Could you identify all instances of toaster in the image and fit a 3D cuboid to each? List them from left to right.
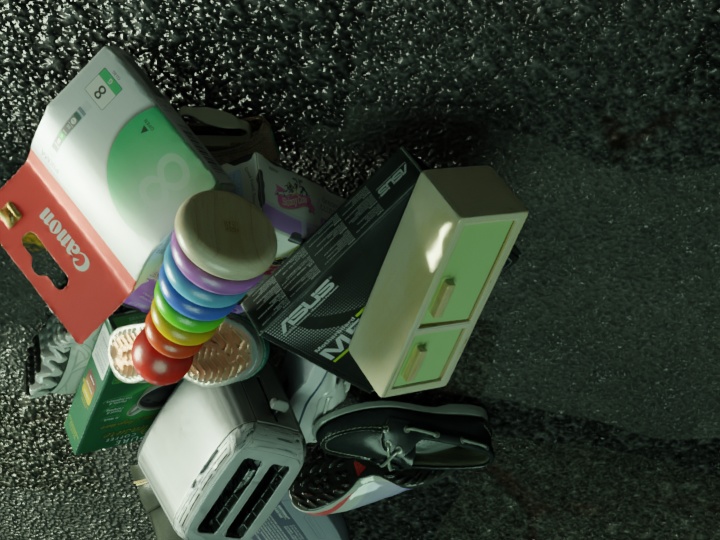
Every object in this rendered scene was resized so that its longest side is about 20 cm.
[{"bbox_3d":[-0.142,0.188,1.437,0.113,0.129,0.201,21,112,-39],"label":"toaster"}]

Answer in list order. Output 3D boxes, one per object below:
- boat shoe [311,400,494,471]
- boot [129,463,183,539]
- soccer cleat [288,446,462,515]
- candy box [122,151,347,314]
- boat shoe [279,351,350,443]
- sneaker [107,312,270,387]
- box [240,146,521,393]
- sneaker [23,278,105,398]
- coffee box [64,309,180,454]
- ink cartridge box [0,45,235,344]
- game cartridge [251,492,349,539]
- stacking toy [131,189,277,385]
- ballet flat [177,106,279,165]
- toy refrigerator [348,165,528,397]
[{"bbox_3d":[0.049,0.178,1.485,0.198,0.061,0.076,-2,144,-16],"label":"boat shoe"},{"bbox_3d":[-0.156,0.263,1.580,0.199,0.140,0.077,-16,177,35],"label":"boot"},{"bbox_3d":[0.020,0.224,1.578,0.198,0.069,0.073,-19,159,7],"label":"soccer cleat"},{"bbox_3d":[-0.122,-0.021,1.282,0.199,0.072,0.167,-19,157,27],"label":"candy box"},{"bbox_3d":[-0.043,0.112,1.471,0.065,0.074,0.201,4,143,-18],"label":"boat shoe"},{"bbox_3d":[-0.142,0.066,1.295,0.199,0.072,0.080,-3,-175,43],"label":"sneaker"},{"bbox_3d":[0.023,0.007,1.264,0.200,0.048,0.193,-43,146,10],"label":"box"},{"bbox_3d":[-0.279,0.064,1.450,0.080,0.076,0.200,12,141,-26],"label":"sneaker"},{"bbox_3d":[-0.226,0.110,1.461,0.122,0.044,0.201,-12,147,-32],"label":"coffee box"},{"bbox_3d":[-0.225,-0.062,1.199,0.200,0.161,0.050,-43,166,9],"label":"ink cartridge box"},{"bbox_3d":[-0.092,0.296,1.687,0.132,0.041,0.201,-9,135,21],"label":"game cartridge"},{"bbox_3d":[-0.140,0.029,1.178,0.085,0.086,0.201,20,133,-13],"label":"stacking toy"},{"bbox_3d":[-0.170,-0.114,1.248,0.198,0.068,0.068,-2,133,-5],"label":"ballet flat"},{"bbox_3d":[0.064,0.013,1.208,0.075,0.070,0.201,-6,135,-35],"label":"toy refrigerator"}]
